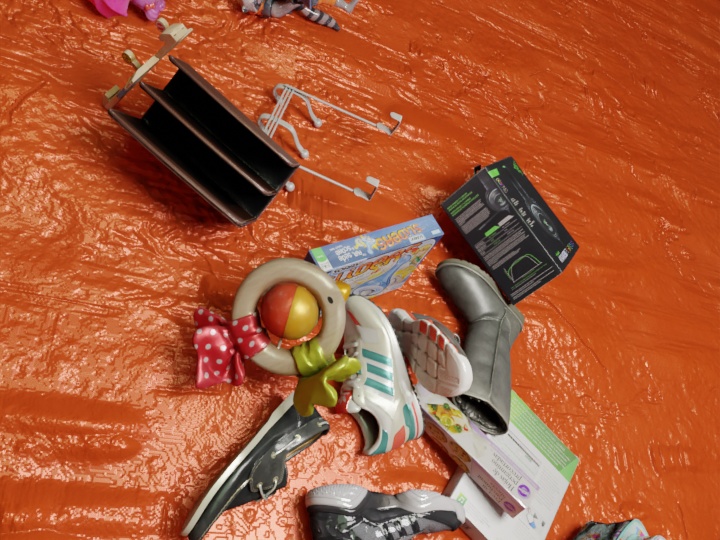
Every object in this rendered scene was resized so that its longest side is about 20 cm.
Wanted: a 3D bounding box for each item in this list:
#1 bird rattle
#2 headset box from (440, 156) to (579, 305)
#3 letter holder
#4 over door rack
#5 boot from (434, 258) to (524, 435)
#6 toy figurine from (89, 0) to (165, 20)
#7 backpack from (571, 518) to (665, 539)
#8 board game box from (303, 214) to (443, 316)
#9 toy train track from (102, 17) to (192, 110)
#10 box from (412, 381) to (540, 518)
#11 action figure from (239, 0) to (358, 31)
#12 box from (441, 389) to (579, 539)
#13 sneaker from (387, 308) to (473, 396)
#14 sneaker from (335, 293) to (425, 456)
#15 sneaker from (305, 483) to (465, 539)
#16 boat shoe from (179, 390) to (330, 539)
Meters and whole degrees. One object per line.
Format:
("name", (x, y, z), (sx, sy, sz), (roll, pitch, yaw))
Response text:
("bird rattle", (-0.090, 0.066, 0.713), (0.197, 0.113, 0.166), (20, 97, 9))
("headset box", (0.231, -0.074, 0.983), (0.201, 0.093, 0.174), (54, 30, 5))
("letter holder", (-0.184, -0.158, 0.774), (0.199, 0.142, 0.101), (41, 97, -6))
("over door rack", (-0.054, -0.179, 0.914), (0.197, 0.067, 0.149), (16, 57, 3))
("boot", (0.154, 0.102, 0.891), (0.181, 0.073, 0.201), (37, 51, -8))
("toy figurine", (-0.311, -0.429, 0.892), (0.199, 0.149, 0.187), (31, 65, -42))
("backpack", (0.311, 0.425, 0.779), (0.198, 0.153, 0.178), (-20, 82, -28))
("board game box", (0.000, 0.000, 0.821), (0.198, 0.136, 0.035), (-19, 67, -34))
("toy train track", (-0.267, -0.245, 0.754), (0.033, 0.198, 0.115), (47, 52, -22))
("box", (0.136, 0.223, 0.812), (0.200, 0.042, 0.039), (43, 54, 16))
("action figure", (-0.100, -0.424, 1.003), (0.191, 0.106, 0.201), (-10, 46, -27))
("box", (0.205, 0.284, 0.859), (0.144, 0.036, 0.200), (46, 54, -2))
("sneaker", (0.101, 0.093, 0.802), (0.081, 0.200, 0.078), (4, 105, -22))
("sneaker", (0.005, 0.132, 0.789), (0.092, 0.070, 0.203), (-21, 89, -31))
("sneaker", (0.029, 0.311, 0.723), (0.197, 0.076, 0.116), (12, 61, -18))
("boat shoe", (-0.110, 0.217, 0.690), (0.068, 0.072, 0.200), (45, 51, 3))
